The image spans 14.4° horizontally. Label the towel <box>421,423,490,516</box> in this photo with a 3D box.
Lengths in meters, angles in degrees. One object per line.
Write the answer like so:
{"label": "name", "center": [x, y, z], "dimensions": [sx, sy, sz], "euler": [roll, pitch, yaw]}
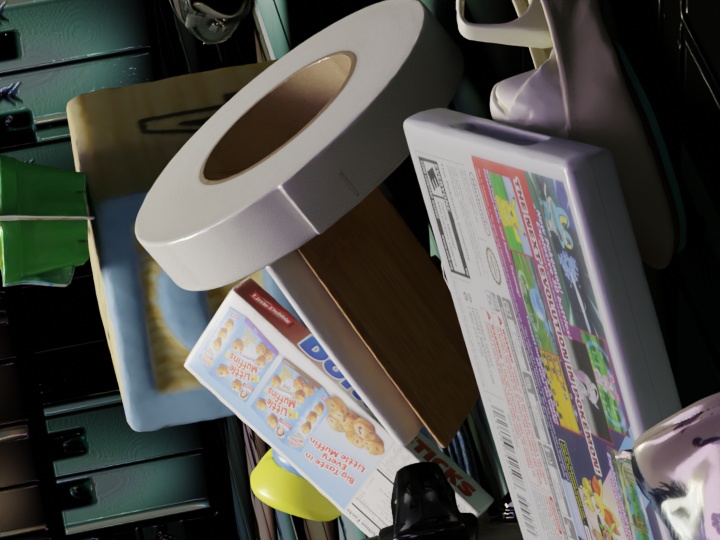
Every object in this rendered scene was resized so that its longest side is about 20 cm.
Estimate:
{"label": "towel", "center": [0.065, 0.174, 1.773], "dimensions": [0.147, 0.024, 0.200], "euler": [87, 169, -52]}

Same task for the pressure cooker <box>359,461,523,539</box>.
{"label": "pressure cooker", "center": [0.045, 0.191, 1.368], "dimensions": [0.176, 0.178, 0.200], "euler": [-7, 94, 48]}

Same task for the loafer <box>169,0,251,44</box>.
{"label": "loafer", "center": [-0.128, -0.250, 2.500], "dimensions": [0.200, 0.072, 0.063], "euler": [96, 156, -61]}

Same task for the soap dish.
{"label": "soap dish", "center": [0.000, 0.000, 1.614], "dimensions": [0.157, 0.081, 0.200], "euler": [54, -178, -19]}

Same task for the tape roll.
{"label": "tape roll", "center": [-0.034, -0.069, 1.527], "dimensions": [0.037, 0.203, 0.203], "euler": [51, -178, -18]}

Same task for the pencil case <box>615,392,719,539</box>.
{"label": "pencil case", "center": [0.141, 0.135, 0.880], "dimensions": [0.089, 0.078, 0.200], "euler": [-31, 68, 55]}

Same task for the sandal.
{"label": "sandal", "center": [-0.001, 0.085, 1.814], "dimensions": [0.200, 0.079, 0.087], "euler": [-50, -19, -65]}

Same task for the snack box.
{"label": "snack box", "center": [-0.015, 0.096, 1.703], "dimensions": [0.200, 0.024, 0.072], "euler": [42, 128, 10]}

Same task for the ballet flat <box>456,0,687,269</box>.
{"label": "ballet flat", "center": [0.075, -0.088, 1.142], "dimensions": [0.069, 0.069, 0.200], "euler": [96, 162, -66]}

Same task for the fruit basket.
{"label": "fruit basket", "center": [-0.286, -0.024, 1.980], "dimensions": [0.185, 0.200, 0.094], "euler": [170, 91, -82]}

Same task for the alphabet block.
{"label": "alphabet block", "center": [-0.099, -0.023, 2.093], "dimensions": [0.200, 0.196, 0.196], "euler": [-115, 17, -63]}

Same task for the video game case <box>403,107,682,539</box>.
{"label": "video game case", "center": [0.081, 0.039, 1.120], "dimensions": [0.182, 0.023, 0.200], "euler": [-156, 48, -70]}

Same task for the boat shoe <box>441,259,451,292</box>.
{"label": "boat shoe", "center": [0.084, 0.043, 1.258], "dimensions": [0.200, 0.065, 0.073], "euler": [-115, 18, -61]}
